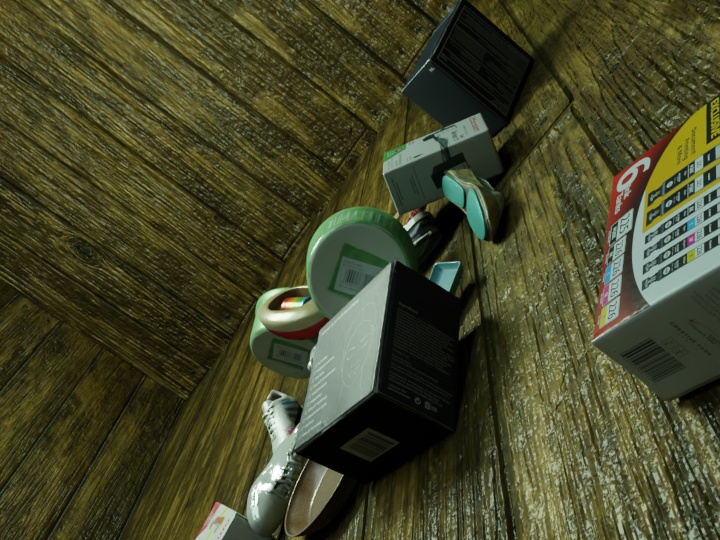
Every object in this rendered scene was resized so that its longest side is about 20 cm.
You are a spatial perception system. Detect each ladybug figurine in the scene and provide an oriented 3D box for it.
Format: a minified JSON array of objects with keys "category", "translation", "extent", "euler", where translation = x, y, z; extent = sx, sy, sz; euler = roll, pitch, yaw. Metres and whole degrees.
[{"category":"ladybug figurine","translation":[-0.111,0.084,1.412],"extent":[0.197,0.073,0.135],"euler":[-1,30,46]}]

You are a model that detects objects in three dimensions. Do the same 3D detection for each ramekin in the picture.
[{"category":"ramekin","translation":[0.000,0.000,1.253],"extent":[0.202,0.198,0.098],"euler":[-53,4,11]},{"category":"ramekin","translation":[-0.140,0.140,1.568],"extent":[0.200,0.197,0.099],"euler":[-44,23,46]}]

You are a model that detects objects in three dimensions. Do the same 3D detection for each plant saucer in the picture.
[{"category":"plant saucer","translation":[0.095,0.082,1.065],"extent":[0.069,0.019,0.204],"euler":[-4,61,62]},{"category":"plant saucer","translation":[-0.044,0.303,1.087],"extent":[0.202,0.036,0.201],"euler":[-54,12,17]}]

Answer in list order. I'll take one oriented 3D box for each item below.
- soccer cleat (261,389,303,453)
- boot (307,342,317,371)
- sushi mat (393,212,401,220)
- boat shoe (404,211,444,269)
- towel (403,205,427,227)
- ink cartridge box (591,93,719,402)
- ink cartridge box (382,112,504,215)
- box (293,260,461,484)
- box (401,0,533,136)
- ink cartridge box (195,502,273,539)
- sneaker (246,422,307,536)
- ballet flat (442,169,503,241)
[{"category":"soccer cleat","translation":[-0.165,0.307,1.469],"extent":[0.070,0.085,0.201],"euler":[-53,12,12]},{"category":"boot","translation":[-0.057,0.185,1.310],"extent":[0.094,0.075,0.201],"euler":[-6,36,37]},{"category":"sushi mat","translation":[0.064,-0.093,1.428],"extent":[0.201,0.012,0.096],"euler":[-52,6,-26]},{"category":"boat shoe","translation":[0.080,-0.013,1.357],"extent":[0.201,0.073,0.061],"euler":[-50,49,17]},{"category":"towel","translation":[0.100,-0.083,1.435],"extent":[0.203,0.022,0.145],"euler":[-64,-5,35]},{"category":"ink cartridge box","translation":[0.270,-0.035,0.548],"extent":[0.176,0.083,0.202],"euler":[-45,16,45]},{"category":"ink cartridge box","translation":[0.143,-0.191,1.308],"extent":[0.195,0.085,0.147],"euler":[-21,20,11]},{"category":"box","translation":[0.024,0.135,0.959],"extent":[0.200,0.122,0.200],"euler":[-43,28,43]},{"category":"box","translation":[0.214,-0.389,1.479],"extent":[0.123,0.198,0.201],"euler":[-37,21,56]},{"category":"ink cartridge box","translation":[-0.235,0.490,1.269],"extent":[0.147,0.082,0.199],"euler":[-60,12,-21]},{"category":"sneaker","translation":[-0.123,0.335,1.243],"extent":[0.116,0.073,0.202],"euler":[-52,10,36]},{"category":"ballet flat","translation":[0.187,-0.109,1.156],"extent":[0.071,0.070,0.201],"euler":[-52,27,14]}]
